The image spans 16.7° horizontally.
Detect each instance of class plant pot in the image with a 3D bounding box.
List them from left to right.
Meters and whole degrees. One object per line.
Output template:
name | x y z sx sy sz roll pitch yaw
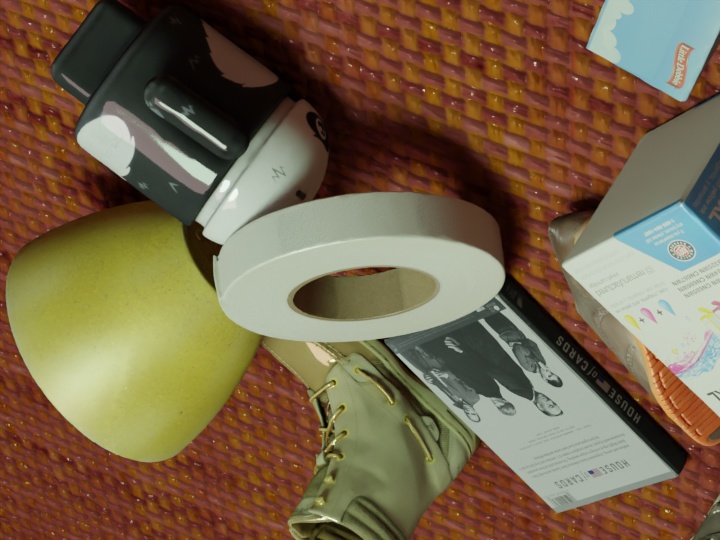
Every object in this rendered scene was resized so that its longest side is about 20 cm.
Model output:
plant pot | -0.147 0.025 1.865 0.142 0.200 0.200 -34 110 29

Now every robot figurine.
robot figurine | -0.116 -0.106 1.708 0.200 0.150 0.125 37 128 -2

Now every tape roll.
tape roll | 0.000 0.000 1.710 0.202 0.037 0.203 -6 159 -2

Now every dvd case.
dvd case | 0.129 0.096 1.834 0.200 0.025 0.150 44 146 -15

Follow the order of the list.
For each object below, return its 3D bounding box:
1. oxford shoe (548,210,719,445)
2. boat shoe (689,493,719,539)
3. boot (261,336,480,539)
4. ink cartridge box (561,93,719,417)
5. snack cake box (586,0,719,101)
oxford shoe | 0.196 0.035 1.672 0.200 0.071 0.073 57 161 -24
boat shoe | 0.269 0.236 1.853 0.072 0.060 0.200 27 146 11
boot | -0.022 0.130 1.890 0.200 0.156 0.073 38 147 -5
ink cartridge box | 0.253 0.003 1.510 0.200 0.125 0.129 43 146 -11
snack cake box | 0.195 -0.199 1.314 0.067 0.115 0.200 30 147 8
